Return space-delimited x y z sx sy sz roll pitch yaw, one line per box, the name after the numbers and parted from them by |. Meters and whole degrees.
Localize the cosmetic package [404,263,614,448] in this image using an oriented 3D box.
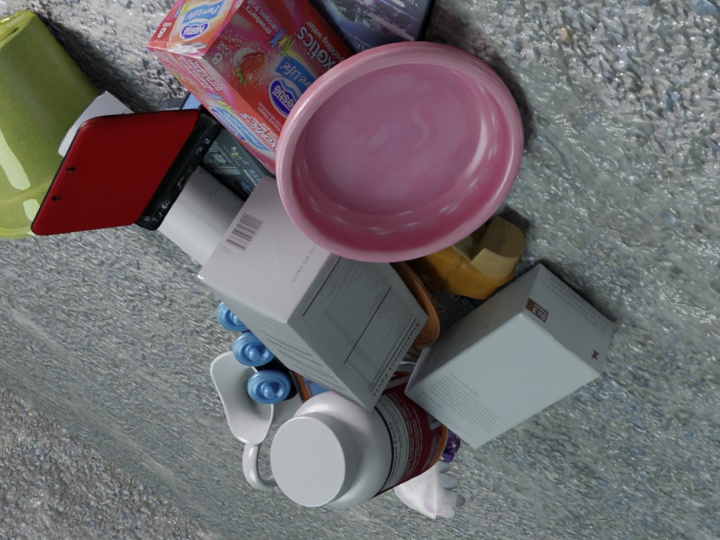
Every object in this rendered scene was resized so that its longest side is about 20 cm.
0.140 0.086 1.337 0.101 0.074 0.200 38 137 -13 | cosmetic package

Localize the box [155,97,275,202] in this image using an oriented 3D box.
-0.113 -0.093 1.443 0.157 0.051 0.200 7 144 50 | box

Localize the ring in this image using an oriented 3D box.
0.000 0.000 1.365 0.199 0.019 0.201 33 159 15 | ring

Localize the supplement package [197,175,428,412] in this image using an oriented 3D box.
-0.038 0.025 1.257 0.109 0.114 0.200 25 164 32 | supplement package

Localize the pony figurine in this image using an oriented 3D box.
0.060 0.172 1.549 0.192 0.199 0.169 4 100 42 | pony figurine

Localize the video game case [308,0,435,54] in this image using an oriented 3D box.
-0.007 -0.231 1.054 0.142 0.019 0.200 33 159 6 | video game case

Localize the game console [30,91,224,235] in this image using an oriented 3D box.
-0.200 -0.127 1.255 0.118 0.174 0.200 21 146 -17 | game console

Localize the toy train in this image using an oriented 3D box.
-0.078 0.053 1.422 0.113 0.087 0.201 -15 129 3 | toy train

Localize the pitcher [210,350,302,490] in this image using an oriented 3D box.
-0.078 0.154 1.648 0.120 0.199 0.174 4 105 36 | pitcher

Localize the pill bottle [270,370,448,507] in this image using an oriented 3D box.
-0.002 0.168 1.374 0.112 0.114 0.199 23 -164 26 | pill bottle

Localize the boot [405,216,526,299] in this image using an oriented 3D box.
0.052 -0.040 1.288 0.200 0.071 0.144 31 158 -2 | boot

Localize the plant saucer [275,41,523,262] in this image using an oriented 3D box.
0.029 -0.098 1.103 0.201 0.199 0.051 54 -168 -39 | plant saucer

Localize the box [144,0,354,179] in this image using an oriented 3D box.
-0.067 -0.155 1.148 0.095 0.100 0.200 19 161 48 | box

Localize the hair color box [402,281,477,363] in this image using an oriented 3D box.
0.039 0.046 1.495 0.100 0.061 0.199 47 155 -26 | hair color box

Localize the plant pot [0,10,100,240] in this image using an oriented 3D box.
-0.356 -0.168 1.493 0.199 0.200 0.185 6 133 50 | plant pot

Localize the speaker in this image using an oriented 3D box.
-0.203 -0.089 1.409 0.199 0.082 0.081 38 158 -7 | speaker
